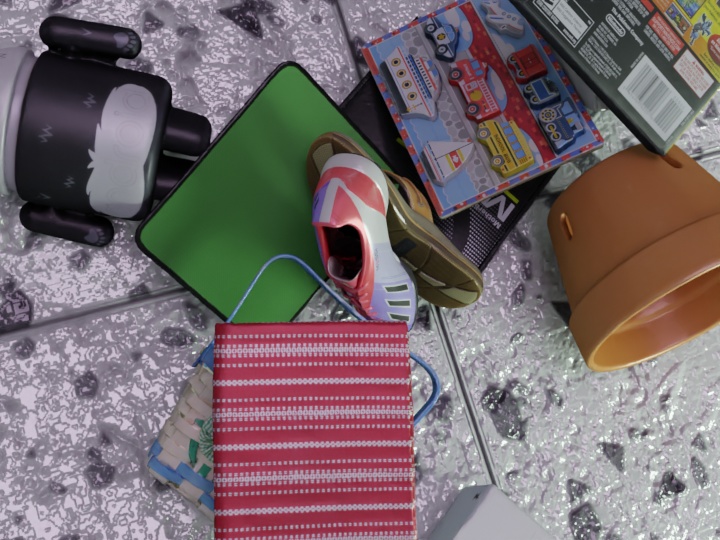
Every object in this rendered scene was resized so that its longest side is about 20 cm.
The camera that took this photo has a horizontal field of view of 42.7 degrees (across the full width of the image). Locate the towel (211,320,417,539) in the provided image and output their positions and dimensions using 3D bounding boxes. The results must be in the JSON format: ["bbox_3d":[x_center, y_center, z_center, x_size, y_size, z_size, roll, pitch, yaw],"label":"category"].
[{"bbox_3d":[-0.032,0.137,0.649,0.143,0.022,0.202,0,85,-11],"label":"towel"}]

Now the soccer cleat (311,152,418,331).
[{"bbox_3d":[0.000,0.000,0.747,0.068,0.201,0.073,7,50,21],"label":"soccer cleat"}]

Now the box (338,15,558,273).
[{"bbox_3d":[0.070,-0.106,0.867,0.200,0.048,0.193,40,70,-1],"label":"box"}]

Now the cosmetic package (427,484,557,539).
[{"bbox_3d":[0.145,0.283,0.769,0.200,0.071,0.102,41,70,-1],"label":"cosmetic package"}]

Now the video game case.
[{"bbox_3d":[0.237,-0.220,0.725,0.200,0.026,0.181,37,95,-29],"label":"video game case"}]

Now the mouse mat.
[{"bbox_3d":[-0.070,-0.052,0.772,0.161,0.008,0.200,44,80,-28],"label":"mouse mat"}]

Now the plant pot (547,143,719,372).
[{"bbox_3d":[0.261,-0.020,0.826,0.199,0.201,0.141,-16,63,-17],"label":"plant pot"}]

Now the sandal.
[{"bbox_3d":[0.032,-0.046,0.782,0.200,0.080,0.054,41,51,-20],"label":"sandal"}]

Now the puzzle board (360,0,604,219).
[{"bbox_3d":[0.100,-0.157,0.805,0.150,0.017,0.201,-24,62,3],"label":"puzzle board"}]

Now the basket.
[{"bbox_3d":[-0.055,0.113,0.728,0.176,0.139,0.201,38,79,-2],"label":"basket"}]

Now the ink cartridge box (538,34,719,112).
[{"bbox_3d":[0.225,-0.247,0.839,0.146,0.200,0.147,-12,117,-17],"label":"ink cartridge box"}]

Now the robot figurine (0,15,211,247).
[{"bbox_3d":[-0.225,-0.111,0.756,0.198,0.125,0.152,10,70,-11],"label":"robot figurine"}]
